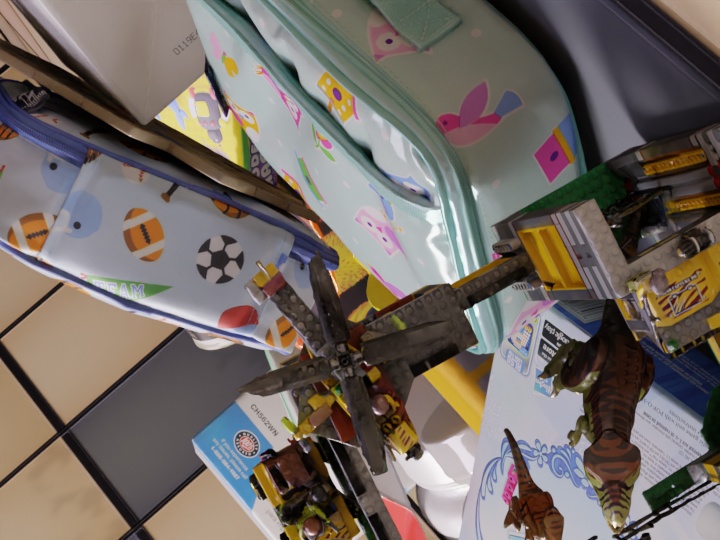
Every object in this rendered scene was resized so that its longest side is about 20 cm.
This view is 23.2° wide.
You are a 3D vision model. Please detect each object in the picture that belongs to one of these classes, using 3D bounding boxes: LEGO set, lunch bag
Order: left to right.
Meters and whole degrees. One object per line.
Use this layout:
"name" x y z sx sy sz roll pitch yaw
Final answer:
"lunch bag" -0.117 -0.033 0.894 0.199 0.076 0.160 26 -174 -22
"lunch bag" 0.003 -0.073 0.687 0.200 0.077 0.161 45 168 32
"LEGO set" 0.068 0.043 0.533 0.116 0.198 0.155 171 79 -80

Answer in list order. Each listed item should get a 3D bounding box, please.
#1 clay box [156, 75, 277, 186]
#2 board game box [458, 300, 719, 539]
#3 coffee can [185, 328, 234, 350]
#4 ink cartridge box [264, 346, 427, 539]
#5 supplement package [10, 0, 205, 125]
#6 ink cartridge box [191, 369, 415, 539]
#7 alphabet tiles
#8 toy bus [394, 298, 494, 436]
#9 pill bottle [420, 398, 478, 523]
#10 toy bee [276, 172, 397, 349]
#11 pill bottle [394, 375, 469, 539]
"clay box" -0.103 -0.046 1.083 0.114 0.047 0.202 11 115 31
"board game box" 0.118 0.131 0.711 0.200 0.043 0.201 39 129 43
"coffee can" -0.129 -0.062 1.334 0.201 0.146 0.146 52 173 -20
"ink cartridge box" 0.000 0.138 1.096 0.161 0.050 0.202 88 160 -74
"supplement package" -0.126 -0.165 0.891 0.110 0.114 0.200 51 173 -25
"ink cartridge box" -0.014 0.125 1.390 0.145 0.200 0.085 48 169 7
"alphabet tiles" -0.118 -0.078 0.902 0.199 0.006 0.166 30 -176 28
"toy bus" 0.080 0.045 0.836 0.200 0.078 0.065 48 173 19
"pill bottle" 0.124 0.138 0.920 0.200 0.113 0.113 50 173 -9
"toy bee" 0.000 0.000 1.001 0.201 0.109 0.131 53 171 -22
"pill bottle" 0.104 0.140 1.045 0.201 0.114 0.114 53 173 -25
